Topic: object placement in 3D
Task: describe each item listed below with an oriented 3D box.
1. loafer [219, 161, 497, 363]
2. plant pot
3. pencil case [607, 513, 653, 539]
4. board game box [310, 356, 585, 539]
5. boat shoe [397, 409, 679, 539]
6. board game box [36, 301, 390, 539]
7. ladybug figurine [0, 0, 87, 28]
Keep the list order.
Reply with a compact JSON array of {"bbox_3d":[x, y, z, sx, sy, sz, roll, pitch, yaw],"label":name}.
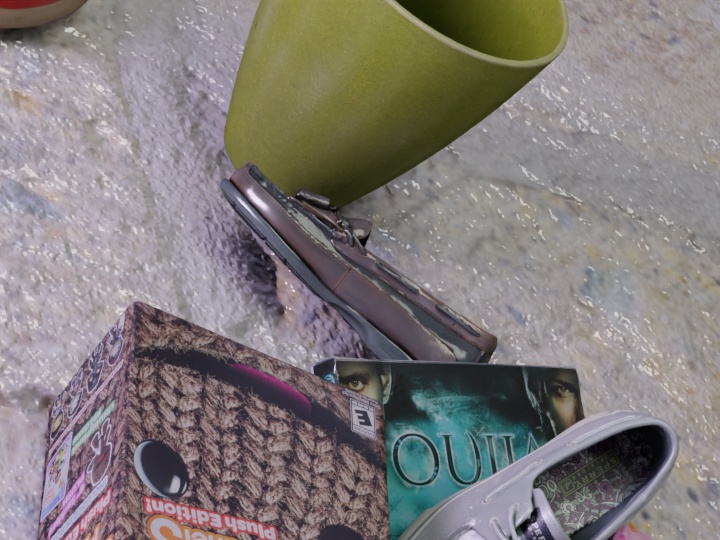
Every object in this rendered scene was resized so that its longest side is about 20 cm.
[{"bbox_3d":[0.000,0.000,1.330,0.200,0.063,0.072,46,-1,-1],"label":"loafer"},{"bbox_3d":[0.000,-0.132,1.370,0.187,0.200,0.188,25,37,-21],"label":"plant pot"},{"bbox_3d":[0.190,0.230,1.242,0.200,0.087,0.088,44,34,-8],"label":"pencil case"},{"bbox_3d":[0.061,0.121,1.264,0.199,0.028,0.136,4,71,-41],"label":"board game box"},{"bbox_3d":[0.093,0.138,1.182,0.200,0.071,0.070,-34,91,-19],"label":"boat shoe"},{"bbox_3d":[-0.074,0.141,1.094,0.159,0.097,0.201,23,38,-23],"label":"board game box"},{"bbox_3d":[-0.231,-0.220,1.360,0.136,0.072,0.200,49,35,12],"label":"ladybug figurine"}]
